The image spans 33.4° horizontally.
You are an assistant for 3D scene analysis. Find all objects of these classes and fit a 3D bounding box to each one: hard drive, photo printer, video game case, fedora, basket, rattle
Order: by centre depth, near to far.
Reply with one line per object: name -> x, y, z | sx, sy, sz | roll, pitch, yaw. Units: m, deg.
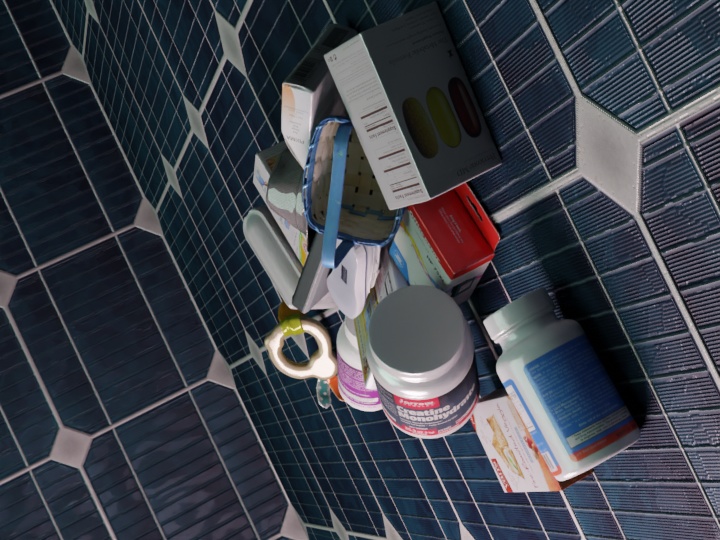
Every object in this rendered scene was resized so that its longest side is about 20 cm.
basket -> -0.008, -0.107, 1.523 | 0.200, 0.137, 0.178 | -55, -25, -72
hard drive -> -0.030, -0.043, 1.730 | 0.033, 0.140, 0.201 | 36, 138, 12
video game case -> 0.026, 0.038, 1.740 | 0.201, 0.023, 0.183 | -101, 23, -49
fedora -> -0.080, -0.123, 1.761 | 0.089, 0.200, 0.179 | 14, 117, 15
photo printer -> -0.099, -0.029, 2.007 | 0.070, 0.166, 0.201 | -49, 62, 29
rattle -> -0.096, 0.163, 2.381 | 0.200, 0.130, 0.143 | 41, 180, -16

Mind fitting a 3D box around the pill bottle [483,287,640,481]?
pill bottle -> 0.223, 0.125, 1.360 | 0.201, 0.111, 0.112 | 62, 162, 9

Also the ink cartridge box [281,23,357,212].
ink cartridge box -> -0.058, -0.206, 1.612 | 0.050, 0.163, 0.201 | 20, 134, 11

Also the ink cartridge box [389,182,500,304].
ink cartridge box -> 0.107, -0.033, 1.551 | 0.117, 0.067, 0.200 | 59, 161, 17

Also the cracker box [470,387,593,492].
cracker box -> 0.218, 0.221, 1.589 | 0.135, 0.057, 0.200 | 64, 163, 4

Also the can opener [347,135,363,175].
can opener -> -0.005, -0.154, 1.726 | 0.053, 0.066, 0.201 | 56, 166, 26

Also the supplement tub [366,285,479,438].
supplement tub -> 0.082, 0.121, 1.565 | 0.141, 0.140, 0.201 | 54, 170, 29

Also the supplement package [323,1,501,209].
supplement package -> 0.061, -0.188, 1.392 | 0.109, 0.113, 0.202 | -9, 107, 66

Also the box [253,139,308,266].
box -> -0.075, -0.105, 1.901 | 0.201, 0.112, 0.102 | 59, 162, 15

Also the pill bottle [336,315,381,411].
pill bottle -> 0.016, 0.136, 1.969 | 0.113, 0.111, 0.201 | 54, 160, 30

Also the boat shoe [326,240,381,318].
boat shoe -> 0.000, 0.000, 1.690 | 0.074, 0.065, 0.201 | 49, 157, 17
